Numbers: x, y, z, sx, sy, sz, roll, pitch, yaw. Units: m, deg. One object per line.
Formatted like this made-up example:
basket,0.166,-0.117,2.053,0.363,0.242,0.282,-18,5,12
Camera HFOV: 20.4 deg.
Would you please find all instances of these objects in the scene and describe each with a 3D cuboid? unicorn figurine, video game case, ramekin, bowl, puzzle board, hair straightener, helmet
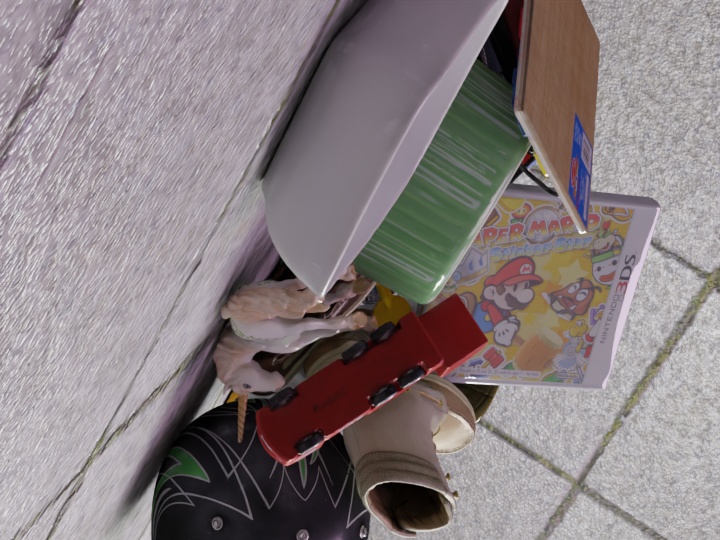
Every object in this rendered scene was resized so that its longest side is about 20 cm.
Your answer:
unicorn figurine,-0.057,0.043,1.506,0.200,0.136,0.074,65,12,-61
video game case,0.146,0.015,1.718,0.023,0.198,0.183,-128,-133,-58
ramekin,0.058,-0.072,1.549,0.201,0.097,0.200,-58,179,-1
bowl,0.011,-0.105,1.287,0.200,0.074,0.200,-61,175,38
puzzle board,0.150,-0.150,1.537,0.151,0.017,0.201,57,33,-46
hair straightener,0.135,-0.144,1.603,0.041,0.201,0.077,-37,-153,-24
helmet,-0.082,0.201,1.656,0.200,0.199,0.192,-52,165,-56

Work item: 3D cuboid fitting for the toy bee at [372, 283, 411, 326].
toy bee,0.000,0.000,1.762,0.108,0.132,0.200,-27,172,-29

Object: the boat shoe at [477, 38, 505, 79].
boat shoe,0.090,-0.163,1.751,0.062,0.075,0.200,-42,157,-20

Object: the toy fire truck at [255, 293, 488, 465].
toy fire truck,0.009,0.083,1.531,0.199,0.049,0.141,-33,172,-9

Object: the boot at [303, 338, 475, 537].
boot,0.045,0.151,1.649,0.072,0.155,0.199,-40,139,19

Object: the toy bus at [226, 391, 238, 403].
toy bus,-0.084,0.125,1.984,0.079,0.065,0.200,-61,175,23

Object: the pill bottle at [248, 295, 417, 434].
pill bottle,-0.001,0.095,1.810,0.199,0.114,0.115,-28,155,-47

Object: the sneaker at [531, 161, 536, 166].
sneaker,0.109,-0.091,1.880,0.199,0.078,0.076,-20,157,23

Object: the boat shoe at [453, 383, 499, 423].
boat shoe,0.109,0.040,1.787,0.066,0.071,0.203,-37,138,-62

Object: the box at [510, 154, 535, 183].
box,0.082,-0.104,1.745,0.035,0.110,0.200,-62,-173,-24

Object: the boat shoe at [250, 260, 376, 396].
boat shoe,-0.035,0.010,1.643,0.203,0.074,0.075,-59,167,-18

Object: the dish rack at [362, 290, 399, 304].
dish rack,-0.001,0.057,1.962,0.200,0.054,0.155,-34,125,-54
